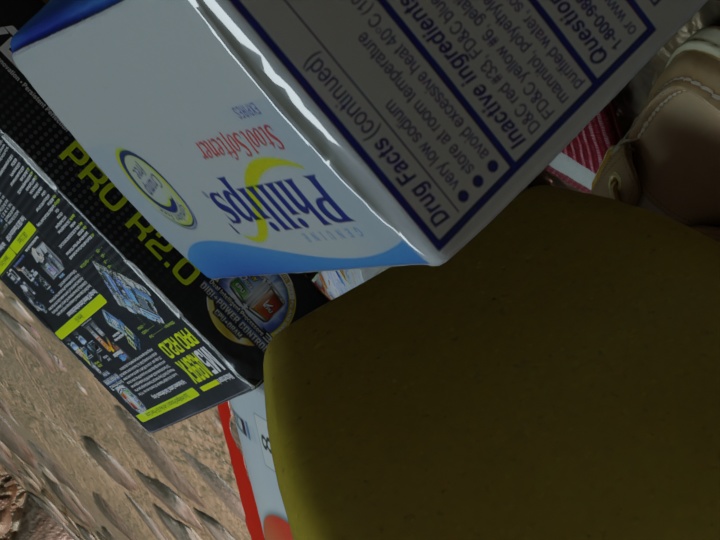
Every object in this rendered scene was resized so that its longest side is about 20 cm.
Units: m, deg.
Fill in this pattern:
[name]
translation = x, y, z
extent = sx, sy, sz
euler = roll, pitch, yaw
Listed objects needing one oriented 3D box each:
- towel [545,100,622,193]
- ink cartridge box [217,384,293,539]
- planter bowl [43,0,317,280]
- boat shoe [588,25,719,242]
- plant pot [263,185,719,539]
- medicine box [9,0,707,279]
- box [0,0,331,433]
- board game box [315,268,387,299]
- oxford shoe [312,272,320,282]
[towel]
translation = 0.037, -0.117, 0.902
extent = 0.144, 0.023, 0.200
euler = 35, 161, 32
[ink cartridge box]
translation = -0.043, 0.104, 1.126
extent = 0.200, 0.050, 0.163
euler = 20, 127, 59
[planter bowl]
translation = -0.048, -0.109, 0.852
extent = 0.200, 0.135, 0.200
euler = 40, 163, 14
[boat shoe]
translation = 0.115, -0.016, 0.859
extent = 0.074, 0.069, 0.200
euler = 41, 163, 15
[plant pot]
translation = 0.070, 0.091, 0.786
extent = 0.200, 0.195, 0.195
euler = 55, 166, 29
[medicine box]
translation = 0.021, -0.099, 0.670
extent = 0.103, 0.200, 0.182
euler = 50, 163, -13
[box]
translation = -0.101, -0.017, 0.888
extent = 0.160, 0.044, 0.200
euler = 46, 164, -4
[board game box]
translation = 0.000, 0.000, 1.052
extent = 0.200, 0.034, 0.135
euler = -122, 14, -56
[oxford shoe]
translation = -0.069, 0.006, 1.037
extent = 0.075, 0.058, 0.200
euler = 31, 161, -15
